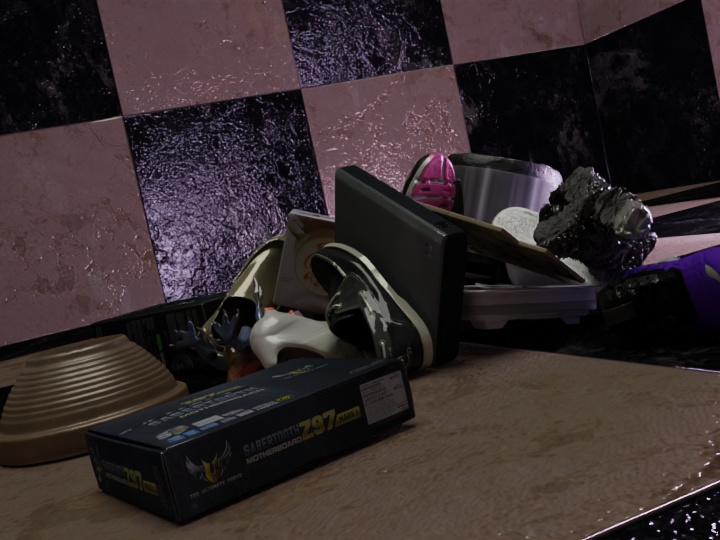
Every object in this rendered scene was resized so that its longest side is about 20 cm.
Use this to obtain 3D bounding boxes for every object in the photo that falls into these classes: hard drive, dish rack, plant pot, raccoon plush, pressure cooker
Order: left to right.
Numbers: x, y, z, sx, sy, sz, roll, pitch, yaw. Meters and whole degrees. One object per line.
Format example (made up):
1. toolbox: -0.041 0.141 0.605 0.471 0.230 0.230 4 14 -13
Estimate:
1. plant pot: -0.281 0.122 0.862 0.199 0.094 0.201 -11 4 1
2. hard drive: 0.034 -0.011 0.862 0.033 0.141 0.200 -14 31 -27
3. pressure cooker: 0.184 -0.052 1.168 0.177 0.202 0.175 12 3 29
4. dish rack: 0.146 0.037 0.911 0.170 0.044 0.200 -1 -2 -24
5. raccoon plush: 0.253 -0.018 0.811 0.097 0.133 0.200 -54 15 14

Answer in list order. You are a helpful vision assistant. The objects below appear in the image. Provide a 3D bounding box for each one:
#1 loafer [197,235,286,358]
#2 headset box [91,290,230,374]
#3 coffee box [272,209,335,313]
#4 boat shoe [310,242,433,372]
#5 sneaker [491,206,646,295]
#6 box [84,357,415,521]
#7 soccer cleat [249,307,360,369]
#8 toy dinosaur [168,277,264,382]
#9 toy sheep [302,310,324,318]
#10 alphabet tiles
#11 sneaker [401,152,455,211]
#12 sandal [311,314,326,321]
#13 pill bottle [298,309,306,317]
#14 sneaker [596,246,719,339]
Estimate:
1. loafer: -0.141 0.039 1.108 0.201 0.075 0.068 -57 13 -16
2. headset box: -0.254 0.091 1.225 0.198 0.094 0.174 -11 3 18
3. coffee box: 0.000 0.000 1.039 0.198 0.115 0.080 12 7 -3
4. boat shoe: -0.006 0.036 0.849 0.067 0.072 0.200 -20 41 -22
5. sneaker: 0.250 0.005 0.979 0.199 0.116 0.074 31 70 36
6. box: -0.083 0.114 0.622 0.199 0.052 0.157 -15 3 -35
7. soccer cleat: -0.023 0.082 0.903 0.198 0.078 0.070 1 -46 -27
8. toy dinosaur: -0.147 0.107 0.978 0.104 0.201 0.182 -25 -33 7
9. toy sheep: -0.029 0.020 1.173 0.137 0.139 0.201 -13 -35 -7
10. alphabet tiles: 0.132 -0.031 0.882 0.199 0.006 0.166 22 -4 41
11. sneaker: 0.066 -0.072 1.122 0.073 0.201 0.088 -3 33 -27
12. sandal: -0.027 0.073 1.074 0.075 0.048 0.200 -8 5 44
13. pill bottle: -0.005 0.018 1.353 0.199 0.113 0.112 -10 4 35
14. sneaker: 0.257 0.028 0.706 0.099 0.070 0.200 -15 -4 -3
